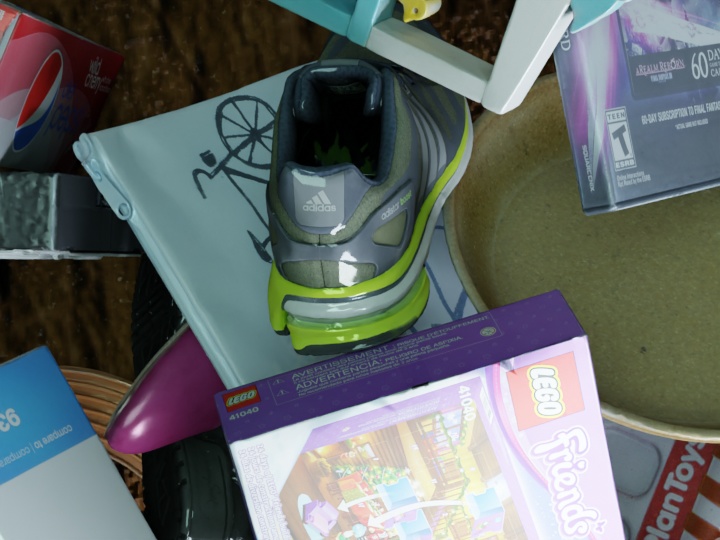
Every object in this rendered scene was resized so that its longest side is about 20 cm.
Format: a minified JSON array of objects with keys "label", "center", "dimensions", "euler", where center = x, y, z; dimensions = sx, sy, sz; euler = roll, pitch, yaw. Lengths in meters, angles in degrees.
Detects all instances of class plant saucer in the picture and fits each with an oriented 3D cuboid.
[{"label":"plant saucer","center":[0.129,-0.002,0.998],"dimensions":[0.199,0.036,0.201],"euler":[6,50,-8]}]

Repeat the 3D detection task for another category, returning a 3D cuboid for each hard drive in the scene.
[{"label":"hard drive","center":[-0.203,-0.026,1.025],"dimensions":[0.199,0.140,0.038],"euler":[2,91,10]}]

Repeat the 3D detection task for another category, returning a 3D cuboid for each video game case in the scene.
[{"label":"video game case","center":[0.113,-0.130,0.943],"dimensions":[0.019,0.143,0.201],"euler":[-8,93,39]}]

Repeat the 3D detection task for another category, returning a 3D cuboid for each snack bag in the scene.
[{"label":"snack bag","center":[0.000,0.000,0.991],"dimensions":[0.189,0.200,0.021],"euler":[58,139,12]}]

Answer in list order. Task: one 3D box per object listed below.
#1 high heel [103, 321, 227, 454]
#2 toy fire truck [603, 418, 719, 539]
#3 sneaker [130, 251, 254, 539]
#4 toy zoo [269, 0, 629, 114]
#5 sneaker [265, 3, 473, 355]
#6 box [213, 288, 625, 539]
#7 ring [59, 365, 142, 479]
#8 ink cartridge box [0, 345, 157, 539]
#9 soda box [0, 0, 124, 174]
[{"label":"high heel","center":[-0.016,0.043,1.001],"dimensions":[0.096,0.067,0.200],"euler":[45,51,10]},{"label":"toy fire truck","center":[0.147,0.145,1.026],"dimensions":[0.168,0.112,0.201],"euler":[24,93,29]},{"label":"sneaker","center":[-0.043,0.071,1.055],"dimensions":[0.104,0.060,0.201],"euler":[10,62,-26]},{"label":"toy zoo","center":[0.018,-0.146,0.889],"dimensions":[0.199,0.020,0.132],"euler":[27,115,18]},{"label":"sneaker","center":[0.003,-0.056,0.932],"dimensions":[0.074,0.200,0.081],"euler":[-2,126,7]},{"label":"box","center":[0.034,0.117,0.914],"dimensions":[0.136,0.039,0.201],"euler":[-16,120,-5]},{"label":"ring","center":[-0.140,0.144,1.089],"dimensions":[0.199,0.019,0.201],"euler":[0,92,6]},{"label":"ink cartridge box","center":[-0.152,0.157,1.012],"dimensions":[0.145,0.084,0.200],"euler":[-32,87,34]},{"label":"soda box","center":[-0.158,-0.082,0.995],"dimensions":[0.070,0.200,0.064],"euler":[23,93,5]}]
